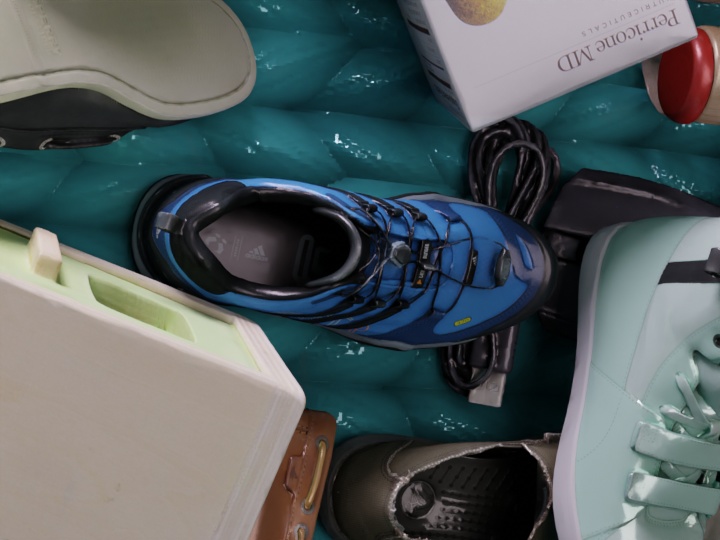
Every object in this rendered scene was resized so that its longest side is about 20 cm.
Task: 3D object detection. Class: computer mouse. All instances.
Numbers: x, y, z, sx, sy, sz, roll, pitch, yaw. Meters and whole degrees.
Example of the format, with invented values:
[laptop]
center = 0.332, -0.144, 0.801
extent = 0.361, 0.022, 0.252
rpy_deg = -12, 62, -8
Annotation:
[computer mouse]
center = 0.140, 0.007, 0.970
extent = 0.199, 0.053, 0.140
rpy_deg = 10, 88, -25

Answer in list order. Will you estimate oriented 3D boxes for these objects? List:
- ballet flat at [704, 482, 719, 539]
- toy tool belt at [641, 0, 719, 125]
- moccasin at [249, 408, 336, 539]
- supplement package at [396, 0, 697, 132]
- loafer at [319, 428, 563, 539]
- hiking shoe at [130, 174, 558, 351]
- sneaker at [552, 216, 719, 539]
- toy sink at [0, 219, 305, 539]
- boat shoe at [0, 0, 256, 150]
[ballet flat]
center = 0.210, 0.103, 0.996
extent = 0.073, 0.073, 0.201
rpy_deg = 30, 82, -23
[toy tool belt]
center = 0.216, -0.165, 0.960
extent = 0.122, 0.125, 0.202
rpy_deg = 6, 91, -17
[moccasin]
center = -0.043, 0.161, 0.887
extent = 0.077, 0.074, 0.203
rpy_deg = 7, 80, -15
[supplement package]
center = 0.055, -0.179, 0.873
extent = 0.113, 0.110, 0.201
rpy_deg = -23, 103, -1
[loafer]
center = 0.081, 0.114, 0.933
extent = 0.198, 0.070, 0.076
rpy_deg = 0, 93, -20
[hiking shoe]
center = 0.000, 0.000, 0.874
extent = 0.198, 0.087, 0.075
rpy_deg = 4, 93, -16
[sneaker]
center = 0.149, 0.071, 0.873
extent = 0.073, 0.118, 0.202
rpy_deg = 8, 79, -36
[toy sink]
center = -0.137, 0.042, 0.776
extent = 0.199, 0.130, 0.113
rpy_deg = 22, 96, -14
[boat shoe]
center = -0.129, -0.084, 0.830
extent = 0.199, 0.066, 0.075
rpy_deg = -15, 82, -50
